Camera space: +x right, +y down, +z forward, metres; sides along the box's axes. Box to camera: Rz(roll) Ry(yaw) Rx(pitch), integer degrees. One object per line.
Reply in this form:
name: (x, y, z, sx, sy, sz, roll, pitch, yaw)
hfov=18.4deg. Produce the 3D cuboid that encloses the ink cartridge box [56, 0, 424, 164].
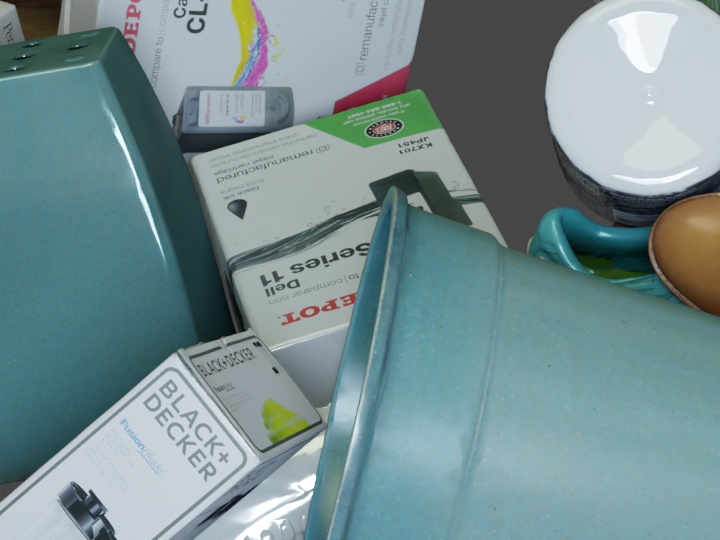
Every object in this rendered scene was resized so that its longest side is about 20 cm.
ink cartridge box: (-0.072, -0.141, 1.322, 0.199, 0.148, 0.086, -1, 33, -21)

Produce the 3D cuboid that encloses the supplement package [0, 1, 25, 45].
supplement package: (-0.304, -0.077, 1.374, 0.119, 0.122, 0.200, 16, 45, 33)

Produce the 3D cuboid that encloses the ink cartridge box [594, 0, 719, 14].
ink cartridge box: (0.212, -0.184, 1.349, 0.087, 0.146, 0.200, -19, 36, -12)

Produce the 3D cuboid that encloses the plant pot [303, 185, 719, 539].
plant pot: (0.085, 0.084, 0.970, 0.195, 0.201, 0.200, 13, 37, -4)

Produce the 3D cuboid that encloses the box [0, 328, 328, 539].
box: (-0.118, 0.114, 0.992, 0.200, 0.060, 0.117, -41, -6, 12)

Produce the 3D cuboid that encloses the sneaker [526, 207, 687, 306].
sneaker: (0.176, 0.018, 1.136, 0.199, 0.080, 0.078, 12, 42, 18)

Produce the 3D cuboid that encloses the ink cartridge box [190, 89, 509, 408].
ink cartridge box: (0.000, 0.000, 1.213, 0.146, 0.083, 0.200, -17, 37, -6)

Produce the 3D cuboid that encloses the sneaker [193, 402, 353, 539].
sneaker: (-0.051, 0.121, 1.086, 0.199, 0.077, 0.081, -12, 47, 6)

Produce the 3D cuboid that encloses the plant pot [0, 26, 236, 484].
plant pot: (-0.153, -0.014, 1.148, 0.141, 0.201, 0.141, -9, 18, 4)

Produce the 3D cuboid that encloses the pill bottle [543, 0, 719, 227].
pill bottle: (0.154, -0.079, 1.192, 0.106, 0.107, 0.200, -7, -6, 6)

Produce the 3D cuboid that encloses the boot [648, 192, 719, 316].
boot: (0.203, 0.009, 1.014, 0.200, 0.155, 0.077, 32, 97, 25)
